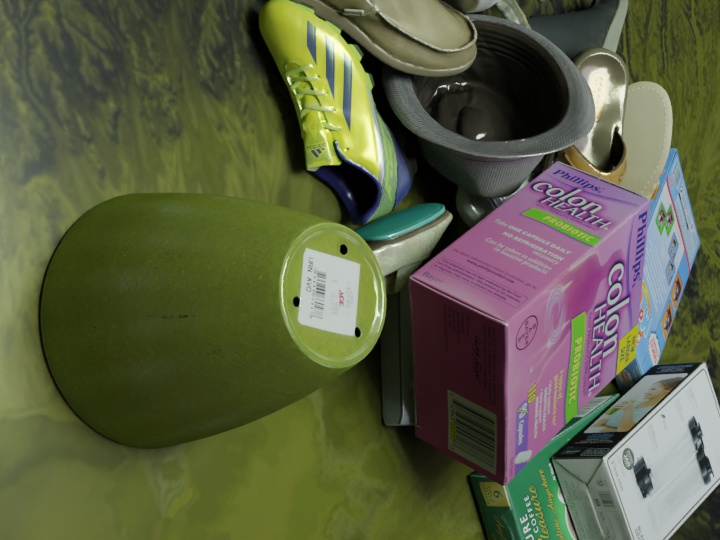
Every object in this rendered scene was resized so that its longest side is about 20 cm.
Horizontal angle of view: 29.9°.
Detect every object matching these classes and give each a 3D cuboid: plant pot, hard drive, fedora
[{"bbox_3d":[-0.085,0.027,0.918,0.187,0.200,0.187,7,80,-43],"label":"plant pot"},{"bbox_3d":[0.098,0.071,1.209,0.200,0.026,0.132,5,81,-44],"label":"hard drive"},{"bbox_3d":[0.105,-0.131,1.160,0.177,0.090,0.200,-11,49,-15],"label":"fedora"}]

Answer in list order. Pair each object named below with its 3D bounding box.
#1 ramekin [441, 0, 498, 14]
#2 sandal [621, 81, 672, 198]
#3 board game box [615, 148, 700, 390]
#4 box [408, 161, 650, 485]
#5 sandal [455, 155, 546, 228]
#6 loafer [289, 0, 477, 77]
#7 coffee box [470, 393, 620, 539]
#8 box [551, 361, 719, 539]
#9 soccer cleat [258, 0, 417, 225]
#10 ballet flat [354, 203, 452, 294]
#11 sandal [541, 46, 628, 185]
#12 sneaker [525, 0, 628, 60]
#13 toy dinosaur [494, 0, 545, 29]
[{"bbox_3d":[0.065,-0.301,1.119,0.094,0.202,0.202,-50,120,-11],"label":"ramekin"},{"bbox_3d":[0.237,-0.070,1.268,0.070,0.077,0.212,7,95,-87],"label":"sandal"},{"bbox_3d":[0.291,0.000,1.364,0.200,0.037,0.151,-64,145,-31],"label":"board game box"},{"bbox_3d":[0.140,0.041,1.112,0.200,0.097,0.176,-38,139,-35],"label":"box"},{"bbox_3d":[0.128,-0.106,1.249,0.082,0.050,0.203,45,47,-11],"label":"sandal"},{"bbox_3d":[0.014,-0.223,1.094,0.200,0.067,0.076,23,48,-17],"label":"loafer"},{"bbox_3d":[0.191,0.206,1.266,0.200,0.044,0.123,-26,103,-43],"label":"coffee box"},{"bbox_3d":[0.273,0.180,1.277,0.200,0.060,0.117,-32,107,-42],"label":"box"},{"bbox_3d":[-0.026,-0.126,1.092,0.084,0.065,0.200,-47,115,-30],"label":"soccer cleat"},{"bbox_3d":[0.000,0.000,1.103,0.200,0.067,0.062,-23,110,-37],"label":"ballet flat"},{"bbox_3d":[0.208,-0.102,1.198,0.080,0.054,0.200,8,88,-16],"label":"sandal"},{"bbox_3d":[0.198,-0.233,1.318,0.200,0.106,0.075,-64,169,-58],"label":"sneaker"},{"bbox_3d":[0.134,-0.269,1.255,0.200,0.047,0.088,50,45,7],"label":"toy dinosaur"}]
